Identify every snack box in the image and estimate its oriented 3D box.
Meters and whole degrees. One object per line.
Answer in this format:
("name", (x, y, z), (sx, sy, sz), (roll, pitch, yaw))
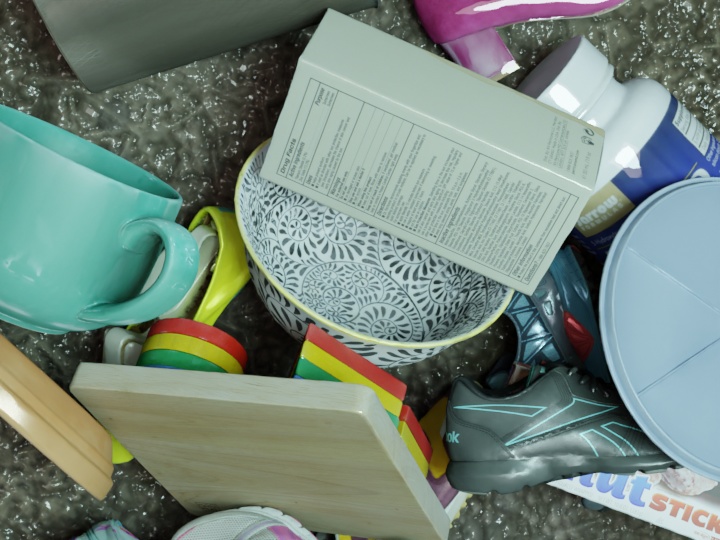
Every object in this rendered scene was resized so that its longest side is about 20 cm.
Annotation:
("snack box", (0.189, 0.132, 0.873), (0.199, 0.024, 0.072), (21, 93, 0))

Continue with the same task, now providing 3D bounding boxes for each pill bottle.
("pill bottle", (0.195, -0.065, 0.883), (0.200, 0.120, 0.120), (42, 90, -10))

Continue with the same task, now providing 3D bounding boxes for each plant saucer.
("plant saucer", (-0.230, 0.069, 0.801), (0.200, 0.200, 0.037), (45, 75, -11))

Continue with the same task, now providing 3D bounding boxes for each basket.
("basket", (-0.115, -0.211, 0.818), (0.199, 0.136, 0.181), (-27, 92, 0))

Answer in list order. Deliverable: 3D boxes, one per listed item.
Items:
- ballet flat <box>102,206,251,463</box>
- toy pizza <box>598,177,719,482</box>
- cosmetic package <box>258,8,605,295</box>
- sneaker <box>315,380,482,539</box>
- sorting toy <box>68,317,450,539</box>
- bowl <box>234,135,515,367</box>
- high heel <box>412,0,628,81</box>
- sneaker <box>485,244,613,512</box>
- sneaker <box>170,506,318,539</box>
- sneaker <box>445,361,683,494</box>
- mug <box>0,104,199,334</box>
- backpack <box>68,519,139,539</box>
("ballet flat", (-0.141, 0.040, 0.869), (0.067, 0.067, 0.201), (32, 88, 34))
("toy pizza", (0.238, 0.038, 0.805), (0.199, 0.032, 0.202), (5, 75, -20))
("cosmetic package", (0.046, -0.076, 0.806), (0.199, 0.073, 0.104), (25, 132, -1))
("sneaker", (0.020, 0.161, 0.908), (0.090, 0.075, 0.201), (28, 91, -16))
("sorting toy", (-0.053, 0.101, 0.816), (0.198, 0.199, 0.070), (3, 57, 22))
("bowl", (0.000, 0.000, 0.856), (0.199, 0.202, 0.095), (14, 135, -10))
("high heel", (0.135, -0.219, 0.887), (0.199, 0.067, 0.096), (-31, 105, 7))
("sneaker", (0.144, 0.085, 0.929), (0.095, 0.079, 0.202), (-12, 95, 11))
("sneaker", (-0.053, 0.207, 0.795), (0.199, 0.088, 0.082), (10, 92, 31))
("sneaker", (0.152, 0.098, 0.823), (0.198, 0.075, 0.080), (-7, 87, -1))
("mug", (-0.201, -0.023, 0.798), (0.151, 0.185, 0.115), (24, 97, -27))
("backpack", (-0.158, 0.277, 0.866), (0.127, 0.167, 0.200), (-43, 98, -18))
